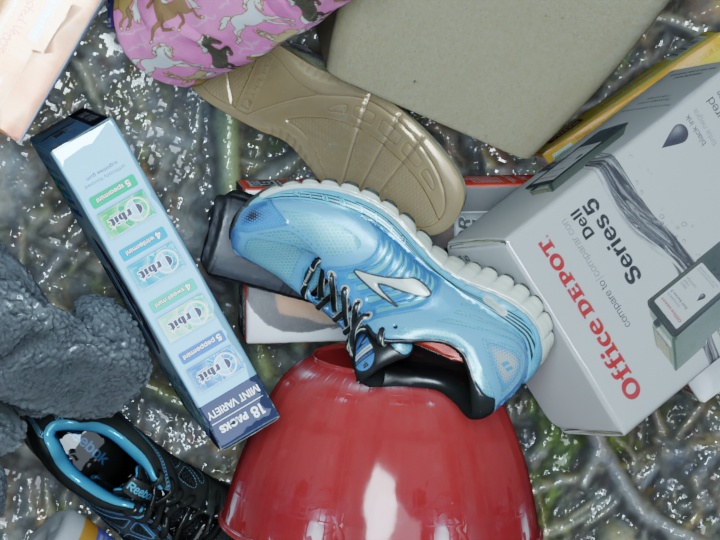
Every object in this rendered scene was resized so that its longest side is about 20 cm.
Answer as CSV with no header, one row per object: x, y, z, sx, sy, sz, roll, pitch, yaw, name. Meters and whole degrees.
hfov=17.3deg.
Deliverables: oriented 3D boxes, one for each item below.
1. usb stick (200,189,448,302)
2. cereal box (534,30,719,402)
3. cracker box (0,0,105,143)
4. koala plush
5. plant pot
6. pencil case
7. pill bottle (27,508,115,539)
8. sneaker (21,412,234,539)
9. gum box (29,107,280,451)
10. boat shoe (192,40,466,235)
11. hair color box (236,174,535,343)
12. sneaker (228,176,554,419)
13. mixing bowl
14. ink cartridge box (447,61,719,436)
0.000,0.000,1.455,0.200,0.033,0.056,15,88,-11,usb stick
0.224,-0.035,1.544,0.144,0.040,0.200,-35,101,-3,cereal box
-0.187,-0.149,1.385,0.058,0.200,0.134,30,92,-9,cracker box
-0.259,0.017,1.412,0.177,0.200,0.184,-40,140,8,koala plush
0.071,-0.184,1.434,0.200,0.200,0.177,23,105,-11,plant pot
-0.061,-0.172,1.351,0.086,0.200,0.083,33,57,-28,pencil case
-0.140,0.251,1.491,0.200,0.112,0.112,40,90,-12,pill bottle
-0.131,0.148,1.494,0.200,0.082,0.073,35,89,-13,sneaker
-0.127,0.001,1.429,0.045,0.170,0.200,-31,101,-7,gum box
-0.015,-0.093,1.457,0.200,0.065,0.072,31,110,13,boat shoe
0.023,-0.008,1.506,0.200,0.061,0.102,-2,99,-7,hair color box
0.010,0.018,1.372,0.200,0.078,0.090,27,55,8,sneaker
0.015,0.106,1.448,0.200,0.200,0.108,2,100,-9,mixing bowl
0.175,-0.013,1.450,0.200,0.084,0.146,-38,103,-20,ink cartridge box
